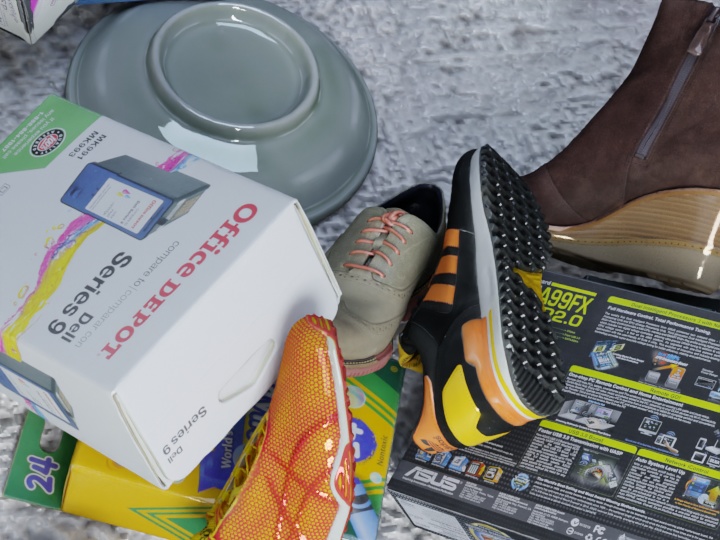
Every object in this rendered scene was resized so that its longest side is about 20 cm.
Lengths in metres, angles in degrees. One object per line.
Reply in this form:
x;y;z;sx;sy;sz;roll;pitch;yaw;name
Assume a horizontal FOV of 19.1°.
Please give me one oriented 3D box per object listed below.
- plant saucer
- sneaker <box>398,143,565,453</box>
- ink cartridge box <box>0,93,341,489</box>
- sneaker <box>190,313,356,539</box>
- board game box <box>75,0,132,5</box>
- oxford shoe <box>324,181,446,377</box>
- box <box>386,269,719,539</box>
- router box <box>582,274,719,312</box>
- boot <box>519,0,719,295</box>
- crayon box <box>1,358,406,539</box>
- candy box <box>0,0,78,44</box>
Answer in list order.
-0.082;-0.112;1.330;0.199;0.050;0.201;8;53;-10;plant saucer
0.055;0.013;1.185;0.070;0.090;0.201;43;29;-35;sneaker
-0.132;0.007;1.131;0.200;0.088;0.145;26;63;37;ink cartridge box
-0.044;0.120;1.085;0.077;0.201;0.073;8;9;-8;sneaker
-0.160;-0.257;1.399;0.151;0.037;0.201;-4;52;4;board game box
0.000;0.000;1.206;0.070;0.075;0.200;21;24;8;oxford shoe
0.136;0.089;1.159;0.199;0.044;0.161;14;62;35;box
0.192;0.108;1.235;0.149;0.062;0.201;11;52;-9;router box
0.161;-0.083;1.286;0.199;0.072;0.167;15;86;37;boot
-0.083;0.087;1.177;0.199;0.052;0.126;15;51;-5;crayon box
-0.240;-0.237;1.330;0.200;0.061;0.136;27;58;23;candy box
